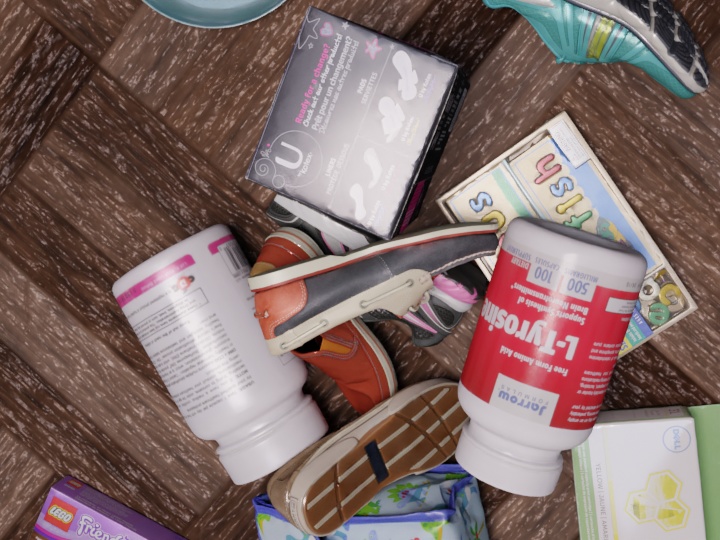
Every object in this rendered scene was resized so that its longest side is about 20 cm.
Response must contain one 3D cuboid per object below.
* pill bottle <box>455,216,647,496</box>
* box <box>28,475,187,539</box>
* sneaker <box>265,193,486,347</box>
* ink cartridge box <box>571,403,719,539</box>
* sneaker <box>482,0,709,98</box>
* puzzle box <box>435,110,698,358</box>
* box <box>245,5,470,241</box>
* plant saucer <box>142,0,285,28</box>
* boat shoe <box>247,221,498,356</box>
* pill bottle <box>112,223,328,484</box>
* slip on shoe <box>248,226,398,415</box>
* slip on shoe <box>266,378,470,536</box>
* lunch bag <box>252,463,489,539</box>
[{"bbox_3d":[0.142,0.067,0.764,0.112,0.112,0.201,17,101,7],"label":"pill bottle"},{"bbox_3d":[-0.225,0.302,0.919,0.199,0.039,0.137,26,100,5],"label":"box"},{"bbox_3d":[0.000,0.000,0.824,0.200,0.080,0.087,32,112,10],"label":"sneaker"},{"bbox_3d":[0.282,0.187,0.817,0.199,0.048,0.146,-6,96,13],"label":"ink cartridge box"},{"bbox_3d":[0.189,-0.198,0.777,0.200,0.078,0.080,33,132,-1],"label":"sneaker"},{"bbox_3d":[0.171,-0.015,0.818,0.133,0.025,0.200,-35,91,13],"label":"puzzle box"},{"bbox_3d":[0.006,-0.112,0.742,0.114,0.200,0.133,22,100,5],"label":"box"},{"bbox_3d":[-0.122,-0.307,0.826,0.199,0.027,0.201,1,98,10],"label":"plant saucer"},{"bbox_3d":[0.015,0.008,0.738,0.199,0.071,0.063,-16,92,-11],"label":"boat shoe"},{"bbox_3d":[-0.116,0.073,0.832,0.113,0.113,0.201,-29,92,12],"label":"pill bottle"},{"bbox_3d":[-0.032,0.057,0.813,0.074,0.061,0.200,1,132,43],"label":"slip on shoe"},{"bbox_3d":[0.011,0.148,0.810,0.060,0.200,0.076,7,123,52],"label":"slip on shoe"},{"bbox_3d":[0.010,0.269,0.839,0.199,0.127,0.171,-8,99,23],"label":"lunch bag"}]
